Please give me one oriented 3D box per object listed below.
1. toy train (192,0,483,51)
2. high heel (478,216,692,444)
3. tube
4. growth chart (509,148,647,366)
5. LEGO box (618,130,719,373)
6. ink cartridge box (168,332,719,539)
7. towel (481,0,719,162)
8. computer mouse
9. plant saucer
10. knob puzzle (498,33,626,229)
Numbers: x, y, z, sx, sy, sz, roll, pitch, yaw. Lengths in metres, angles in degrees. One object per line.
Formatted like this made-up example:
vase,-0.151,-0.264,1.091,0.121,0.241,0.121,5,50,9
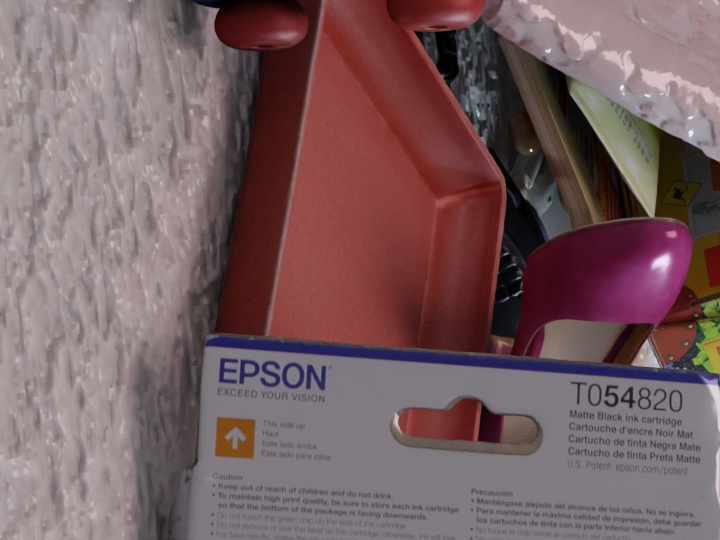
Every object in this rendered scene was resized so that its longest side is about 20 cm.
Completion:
toy train,0.008,-0.127,0.899,0.116,0.199,0.085,1,86,-62
high heel,0.087,0.051,1.114,0.067,0.200,0.096,8,64,-22
tube,0.119,-0.105,1.248,0.200,0.058,0.052,-81,-170,-55
growth chart,0.109,0.010,1.341,0.145,0.018,0.200,-59,139,-54
LEGO box,0.204,-0.035,1.274,0.200,0.149,0.077,-91,158,-49
ink cartridge box,0.031,0.129,0.930,0.041,0.199,0.201,147,-53,-71
towel,0.134,-0.125,1.213,0.200,0.032,0.191,26,35,-22
computer mouse,0.055,-0.059,1.204,0.059,0.034,0.200,-56,136,-55
plant saucer,0.000,0.000,1.059,0.200,0.037,0.200,53,39,-52
knob puzzle,0.098,-0.054,1.263,0.220,0.030,0.220,-19,90,-77
